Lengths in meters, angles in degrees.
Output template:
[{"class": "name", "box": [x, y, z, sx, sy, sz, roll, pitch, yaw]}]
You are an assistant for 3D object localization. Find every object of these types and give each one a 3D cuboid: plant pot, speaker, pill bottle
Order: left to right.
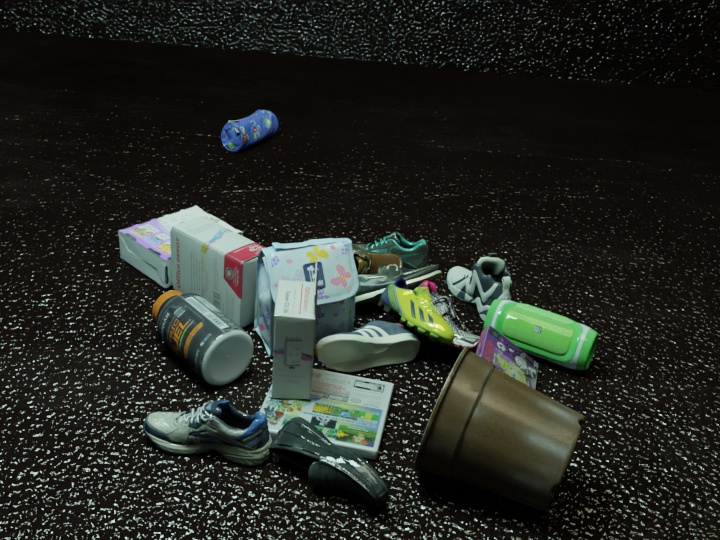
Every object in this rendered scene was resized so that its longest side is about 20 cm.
[{"class": "pill bottle", "box": [-0.282, 0.107, 1.467, 0.106, 0.107, 0.200, -19, 37, -37]}, {"class": "plant pot", "box": [0.208, 0.240, 1.239, 0.198, 0.201, 0.200, 22, 32, 15]}, {"class": "speaker", "box": [0.335, 0.118, 1.577, 0.200, 0.089, 0.088, 19, 31, 23]}]

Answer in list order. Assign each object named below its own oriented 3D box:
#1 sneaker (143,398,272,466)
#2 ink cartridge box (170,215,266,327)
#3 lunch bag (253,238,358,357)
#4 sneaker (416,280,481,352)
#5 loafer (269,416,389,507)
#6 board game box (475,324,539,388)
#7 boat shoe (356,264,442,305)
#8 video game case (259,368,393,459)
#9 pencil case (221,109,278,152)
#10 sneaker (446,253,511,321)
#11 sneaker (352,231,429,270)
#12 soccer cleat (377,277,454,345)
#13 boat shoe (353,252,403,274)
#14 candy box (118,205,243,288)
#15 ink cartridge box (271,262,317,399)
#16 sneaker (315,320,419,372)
[{"class": "sneaker", "box": [-0.228, 0.228, 1.278, 0.199, 0.085, 0.077, 7, 29, 4]}, {"class": "ink cartridge box", "box": [-0.268, 0.000, 1.620, 0.200, 0.148, 0.086, 28, 35, 33]}, {"class": "lunch bag", "box": [-0.099, 0.041, 1.522, 0.169, 0.201, 0.127, -7, 31, -23]}, {"class": "sneaker", "box": [0.157, 0.088, 1.584, 0.081, 0.075, 0.200, 23, 11, -46]}, {"class": "loafer", "box": [-0.047, 0.288, 1.230, 0.200, 0.068, 0.070, 28, 54, 30]}, {"class": "board game box", "box": [0.245, 0.184, 1.446, 0.120, 0.032, 0.200, 34, 31, -3]}, {"class": "boat shoe", "box": [0.061, 0.015, 1.670, 0.199, 0.068, 0.072, -14, -14, 0]}, {"class": "video game case", "box": [-0.056, 0.225, 1.381, 0.199, 0.022, 0.182, 10, 29, 6]}, {"class": "pencil case", "box": [-0.316, -0.402, 2.407, 0.078, 0.087, 0.200, -5, 19, 32]}, {"class": "sneaker", "box": [0.246, 0.009, 1.713, 0.079, 0.130, 0.199, -4, 30, -19]}, {"class": "sneaker", "box": [0.058, -0.045, 1.818, 0.199, 0.091, 0.078, 9, 28, 7]}, {"class": "soccer cleat", "box": [0.108, 0.069, 1.541, 0.065, 0.084, 0.200, 41, -5, -40]}, {"class": "boat shoe", "box": [0.000, 0.000, 1.727, 0.199, 0.068, 0.072, -13, 71, -16]}, {"class": "candy box", "box": [-0.375, -0.054, 1.777, 0.168, 0.072, 0.200, 28, 37, 36]}, {"class": "ink cartridge box", "box": [-0.107, 0.095, 1.375, 0.067, 0.201, 0.117, 4, 28, -4]}, {"class": "sneaker", "box": [0.004, 0.128, 1.519, 0.199, 0.075, 0.085, 2, 29, -27]}]
